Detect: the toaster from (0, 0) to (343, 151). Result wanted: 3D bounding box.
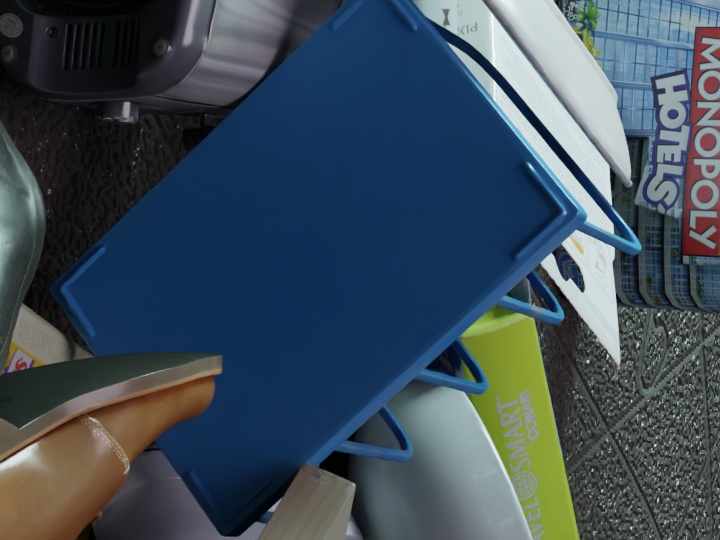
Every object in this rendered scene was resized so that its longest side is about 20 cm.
[{"bbox_3d":[-0.076,-0.154,1.092,0.129,0.114,0.200,15,77,-60],"label":"toaster"}]

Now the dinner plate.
[{"bbox_3d":[0.065,-0.122,1.123,0.024,0.200,0.200,-36,137,5],"label":"dinner plate"}]

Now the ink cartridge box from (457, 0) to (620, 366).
[{"bbox_3d":[0.084,-0.066,1.338,0.161,0.050,0.200,48,35,-47],"label":"ink cartridge box"}]

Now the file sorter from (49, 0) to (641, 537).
[{"bbox_3d":[0.000,0.000,1.094,0.200,0.139,0.123,-43,158,13],"label":"file sorter"}]

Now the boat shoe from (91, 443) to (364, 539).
[{"bbox_3d":[-0.066,0.098,1.165,0.200,0.072,0.068,21,40,-58],"label":"boat shoe"}]

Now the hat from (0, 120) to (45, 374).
[{"bbox_3d":[-0.208,-0.022,0.918,0.201,0.081,0.201,34,43,-40],"label":"hat"}]

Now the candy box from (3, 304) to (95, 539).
[{"bbox_3d":[-0.158,0.120,1.066,0.102,0.026,0.200,41,59,-49],"label":"candy box"}]

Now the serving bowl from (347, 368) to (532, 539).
[{"bbox_3d":[0.037,0.152,1.257,0.066,0.200,0.200,-16,112,-11],"label":"serving bowl"}]

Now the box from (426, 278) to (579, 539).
[{"bbox_3d":[0.064,0.073,1.304,0.048,0.122,0.200,-17,114,-11],"label":"box"}]

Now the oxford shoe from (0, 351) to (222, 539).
[{"bbox_3d":[-0.119,0.075,0.941,0.200,0.071,0.071,-25,107,-52],"label":"oxford shoe"}]

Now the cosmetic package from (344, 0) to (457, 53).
[{"bbox_3d":[-0.007,-0.101,1.233,0.101,0.071,0.200,-11,102,-56],"label":"cosmetic package"}]

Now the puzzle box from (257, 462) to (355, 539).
[{"bbox_3d":[-0.051,0.186,1.059,0.200,0.025,0.133,101,15,-51],"label":"puzzle box"}]

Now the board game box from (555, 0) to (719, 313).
[{"bbox_3d":[0.208,-0.076,1.439,0.062,0.200,0.200,6,87,-57],"label":"board game box"}]
